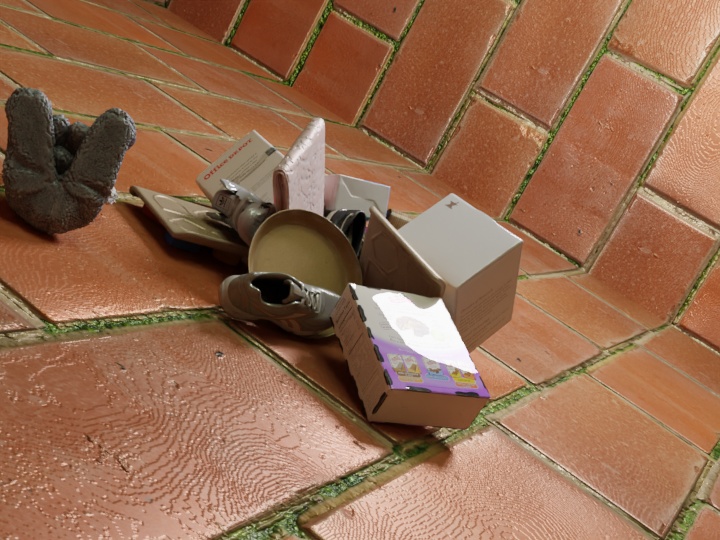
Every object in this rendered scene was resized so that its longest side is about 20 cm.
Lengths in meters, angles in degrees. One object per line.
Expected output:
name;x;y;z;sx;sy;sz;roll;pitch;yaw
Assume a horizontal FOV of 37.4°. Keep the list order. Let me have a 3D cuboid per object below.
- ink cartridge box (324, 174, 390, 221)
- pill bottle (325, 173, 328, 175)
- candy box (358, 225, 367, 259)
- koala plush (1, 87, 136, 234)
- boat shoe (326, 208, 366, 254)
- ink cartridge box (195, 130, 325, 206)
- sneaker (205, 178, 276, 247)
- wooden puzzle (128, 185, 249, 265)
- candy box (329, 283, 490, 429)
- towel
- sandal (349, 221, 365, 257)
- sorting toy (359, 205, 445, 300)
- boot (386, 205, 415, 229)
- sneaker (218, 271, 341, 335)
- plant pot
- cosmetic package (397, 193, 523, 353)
ink cartridge box;-0.050;-0.131;1.953;0.116;0.068;0.200;10;-4;-33
pill bottle;-0.092;-0.148;2.195;0.199;0.112;0.111;21;16;-31
candy box;0.032;-0.020;1.964;0.136;0.061;0.200;31;-6;9
koala plush;-0.418;-0.139;1.492;0.176;0.185;0.200;13;-4;-14
boat shoe;-0.037;-0.020;1.731;0.062;0.201;0.073;-11;-42;35
ink cartridge box;-0.180;-0.138;1.882;0.200;0.145;0.084;42;-10;43
sneaker;-0.192;-0.090;1.685;0.114;0.076;0.200;25;6;4
wooden puzzle;-0.262;-0.064;1.711;0.185;0.047;0.200;17;14;-43
candy box;0.066;0.120;1.491;0.167;0.072;0.201;10;38;-30
towel;-0.098;-0.122;1.709;0.032;0.192;0.200;9;34;11
sandal;0.000;0.000;1.825;0.080;0.054;0.201;30;45;-81
sorting toy;0.064;0.020;1.676;0.036;0.201;0.185;-24;55;-27
boot;0.098;-0.060;2.000;0.154;0.074;0.200;26;1;-11
sneaker;-0.095;0.044;1.505;0.199;0.076;0.092;8;-19;-33
plant pot;-0.087;0.006;1.600;0.199;0.201;0.027;21;-27;-29
cosmetic package;0.154;0.016;1.805;0.166;0.201;0.167;-34;54;-28
